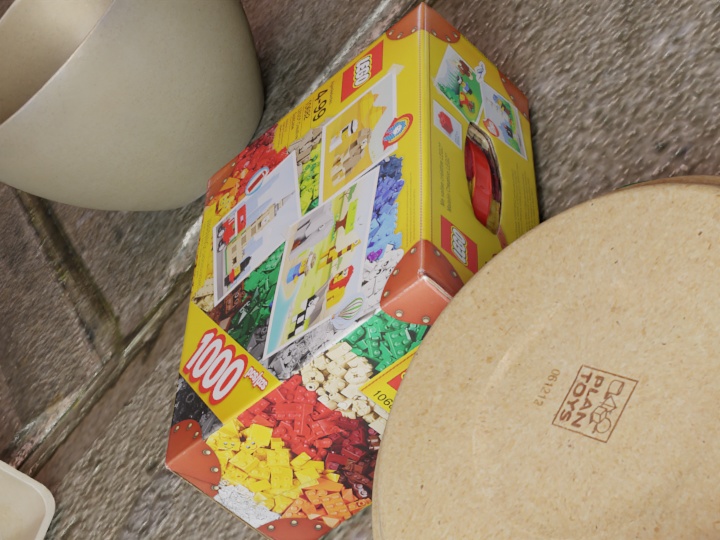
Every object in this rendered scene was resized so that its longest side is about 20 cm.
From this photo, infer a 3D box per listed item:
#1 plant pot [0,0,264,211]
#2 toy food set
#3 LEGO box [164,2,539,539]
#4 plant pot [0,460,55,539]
[{"bbox_3d":[-0.137,-0.114,1.083,0.200,0.134,0.200,-37,30,26],"label":"plant pot"},{"bbox_3d":[0.086,0.052,0.580,0.198,0.049,0.200,-4,57,40],"label":"toy food set"},{"bbox_3d":[0.000,0.000,0.780,0.149,0.077,0.200,-37,29,26],"label":"LEGO box"},{"bbox_3d":[-0.309,0.180,0.923,0.177,0.200,0.200,-41,23,43],"label":"plant pot"}]
